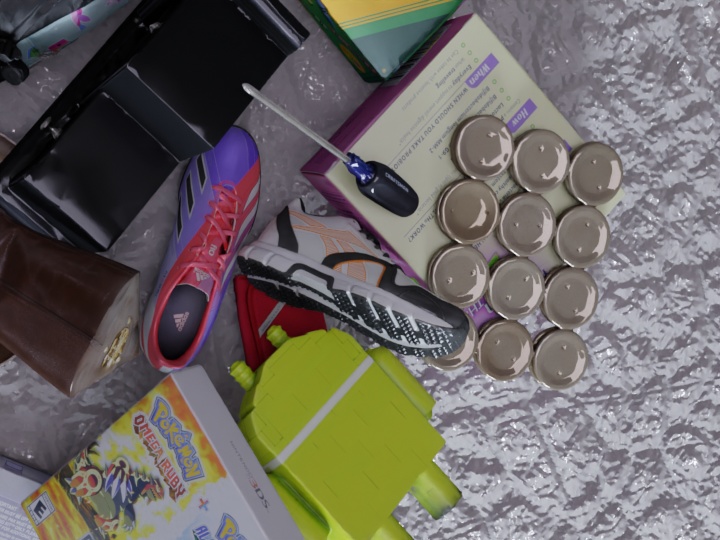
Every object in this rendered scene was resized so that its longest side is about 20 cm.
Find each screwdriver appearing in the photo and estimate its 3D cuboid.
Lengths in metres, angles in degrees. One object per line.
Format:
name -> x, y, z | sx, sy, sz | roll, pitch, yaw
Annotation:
screwdriver -> -0.016, -0.087, 0.748 | 0.200, 0.028, 0.029 | 38, 77, -48

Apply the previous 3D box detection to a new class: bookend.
bookend -> -0.158, -0.105, 0.744 | 0.092, 0.198, 0.201 | 42, 74, -19

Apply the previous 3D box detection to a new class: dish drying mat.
dish drying mat -> -0.050, 0.095, 0.856 | 0.076, 0.018, 0.203 | -1, 64, -28

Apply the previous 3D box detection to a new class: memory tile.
memory tile -> 0.126, -0.012, 0.851 | 0.150, 0.017, 0.204 | 9, 95, -17

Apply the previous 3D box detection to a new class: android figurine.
android figurine -> -0.015, 0.129, 0.821 | 0.200, 0.041, 0.182 | 45, 53, -1

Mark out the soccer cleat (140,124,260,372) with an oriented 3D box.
soccer cleat -> -0.122, -0.016, 0.848 | 0.067, 0.073, 0.203 | 19, 91, -17

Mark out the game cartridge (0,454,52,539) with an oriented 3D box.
game cartridge -> -0.260, 0.231, 0.861 | 0.198, 0.038, 0.131 | 27, 85, -17

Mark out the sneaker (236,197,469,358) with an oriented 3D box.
sneaker -> 0.000, 0.000, 0.825 | 0.198, 0.074, 0.081 | 24, 64, 24

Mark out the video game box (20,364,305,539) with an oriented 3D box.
video game box -> -0.133, 0.203, 0.772 | 0.181, 0.047, 0.202 | -39, 77, 20

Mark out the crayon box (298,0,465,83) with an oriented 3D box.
crayon box -> -0.010, -0.266, 0.858 | 0.119, 0.058, 0.200 | -44, 106, -7

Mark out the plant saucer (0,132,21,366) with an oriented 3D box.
plant saucer -> -0.322, -0.017, 0.813 | 0.196, 0.032, 0.204 | -2, 98, -17

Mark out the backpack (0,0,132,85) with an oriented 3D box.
backpack -> -0.224, -0.241, 0.763 | 0.198, 0.126, 0.169 | -31, 105, -8

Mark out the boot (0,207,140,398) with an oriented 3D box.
boot -> -0.260, 0.048, 0.744 | 0.198, 0.064, 0.189 | 28, 93, 10

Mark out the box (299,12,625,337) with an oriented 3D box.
box -> 0.084, -0.073, 0.890 | 0.200, 0.097, 0.176 | 45, 84, -15
